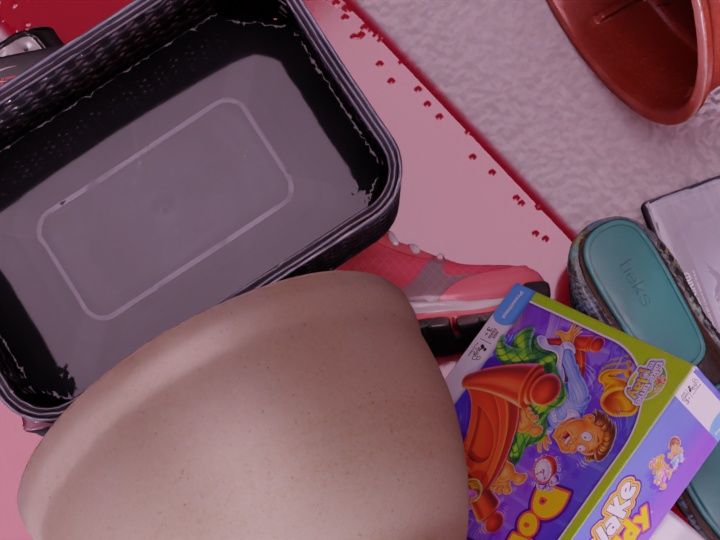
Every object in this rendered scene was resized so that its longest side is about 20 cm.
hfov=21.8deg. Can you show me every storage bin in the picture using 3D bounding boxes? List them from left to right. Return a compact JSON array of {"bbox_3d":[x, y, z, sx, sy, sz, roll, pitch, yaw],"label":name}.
[{"bbox_3d":[-0.092,-0.033,0.834,0.200,0.094,0.136,-33,85,-2],"label":"storage bin"}]

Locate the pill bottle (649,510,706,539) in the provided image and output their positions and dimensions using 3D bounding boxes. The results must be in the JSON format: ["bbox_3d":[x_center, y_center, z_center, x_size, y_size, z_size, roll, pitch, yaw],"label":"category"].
[{"bbox_3d":[0.093,0.204,0.924,0.114,0.114,0.200,38,83,8],"label":"pill bottle"}]

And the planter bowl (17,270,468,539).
[{"bbox_3d":[-0.032,0.115,0.820,0.200,0.200,0.135,-31,64,-3],"label":"planter bowl"}]

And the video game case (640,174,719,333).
[{"bbox_3d":[0.268,-0.002,1.003,0.199,0.019,0.144,-19,80,-2],"label":"video game case"}]

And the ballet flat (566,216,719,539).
[{"bbox_3d":[0.167,0.066,0.969,0.074,0.074,0.201,-23,77,-2],"label":"ballet flat"}]

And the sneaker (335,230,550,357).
[{"bbox_3d":[0.000,0.000,0.986,0.199,0.074,0.087,-4,76,1],"label":"sneaker"}]

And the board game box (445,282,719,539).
[{"bbox_3d":[0.069,0.115,0.897,0.200,0.045,0.134,-53,37,-8],"label":"board game box"}]

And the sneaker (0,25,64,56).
[{"bbox_3d":[-0.135,-0.084,1.004,0.199,0.076,0.116,-12,81,3],"label":"sneaker"}]

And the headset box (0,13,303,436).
[{"bbox_3d":[-0.101,-0.012,0.916,0.148,0.077,0.201,-10,83,-1],"label":"headset box"}]

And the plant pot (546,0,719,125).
[{"bbox_3d":[0.201,-0.208,0.964,0.195,0.201,0.201,-28,80,-11],"label":"plant pot"}]
